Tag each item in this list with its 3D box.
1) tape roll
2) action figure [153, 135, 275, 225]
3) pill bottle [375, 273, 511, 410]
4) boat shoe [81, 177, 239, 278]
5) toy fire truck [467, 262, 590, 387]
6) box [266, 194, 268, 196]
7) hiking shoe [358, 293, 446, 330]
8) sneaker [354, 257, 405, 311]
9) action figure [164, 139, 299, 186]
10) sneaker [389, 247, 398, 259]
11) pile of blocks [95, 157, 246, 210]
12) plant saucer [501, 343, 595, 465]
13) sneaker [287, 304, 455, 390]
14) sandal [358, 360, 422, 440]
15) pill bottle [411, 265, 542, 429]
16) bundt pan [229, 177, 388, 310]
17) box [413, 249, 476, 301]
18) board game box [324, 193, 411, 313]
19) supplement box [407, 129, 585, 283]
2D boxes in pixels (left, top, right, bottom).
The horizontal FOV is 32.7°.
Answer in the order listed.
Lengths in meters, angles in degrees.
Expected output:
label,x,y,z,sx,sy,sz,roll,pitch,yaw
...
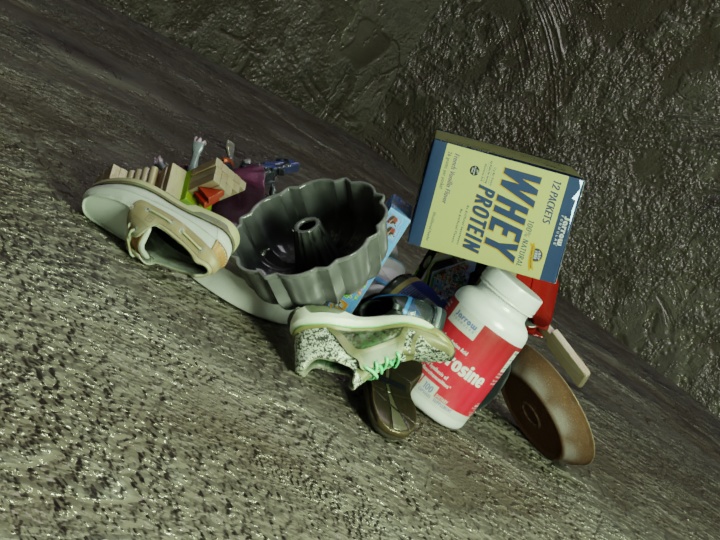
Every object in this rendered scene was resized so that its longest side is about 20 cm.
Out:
label,x,y,z,sx,sy,sz,roll,pitch,yaw
tape roll,-0.161,-0.002,1.581,0.201,0.037,0.203,32,11,-7
action figure,-0.224,-0.101,1.695,0.197,0.151,0.134,-6,-4,-20
pill bottle,0.109,0.103,1.718,0.199,0.113,0.112,38,11,26
boat shoe,-0.243,-0.049,1.425,0.198,0.075,0.069,16,45,15
toy fire truck,0.248,0.072,1.763,0.197,0.130,0.176,16,-19,-1
box,-0.100,-0.048,1.962,0.199,0.050,0.160,32,12,-7
hiking shoe,0.029,0.061,1.586,0.086,0.075,0.199,28,-23,-24
sneaker,-0.026,0.010,1.821,0.197,0.077,0.082,13,58,-15
action figure,-0.193,-0.121,1.835,0.197,0.106,0.194,-9,34,-18
sneaker,-0.040,-0.059,1.871,0.198,0.075,0.090,9,59,-23
pile of blocks,-0.246,-0.089,1.554,0.197,0.063,0.082,-1,-35,15
plant saucer,0.251,0.194,1.723,0.201,0.036,0.201,54,-16,23
sneaker,0.010,0.101,1.414,0.197,0.090,0.077,6,-29,0
sandal,0.031,0.146,1.462,0.081,0.055,0.201,24,26,-13
pill bottle,0.143,0.094,1.585,0.112,0.201,0.112,35,9,-6
bundt pan,-0.056,-0.025,1.473,0.202,0.200,0.076,46,-23,52
box,0.131,0.030,1.866,0.109,0.201,0.035,28,7,-21
board game box,0.000,0.000,1.602,0.036,0.201,0.151,31,10,-3
supplement box,0.173,-0.089,1.601,0.197,0.136,0.200,15,11,1
